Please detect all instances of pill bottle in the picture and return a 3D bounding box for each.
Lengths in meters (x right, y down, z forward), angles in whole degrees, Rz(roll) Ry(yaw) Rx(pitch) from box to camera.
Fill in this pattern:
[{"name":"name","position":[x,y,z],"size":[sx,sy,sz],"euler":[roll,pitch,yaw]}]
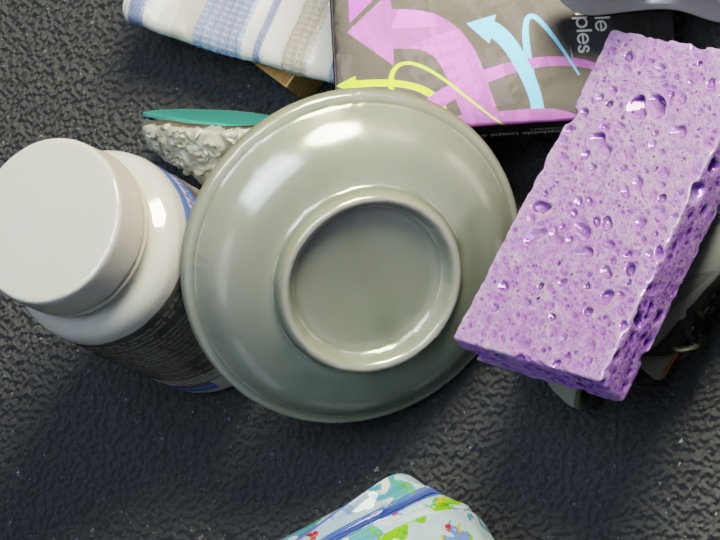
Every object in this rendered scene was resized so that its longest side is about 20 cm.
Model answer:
[{"name":"pill bottle","position":[-0.131,-0.004,1.736],"size":[0.113,0.200,0.115],"euler":[-7,73,24]}]

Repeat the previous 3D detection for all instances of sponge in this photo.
[{"name":"sponge","position":[0.139,-0.032,1.631],"size":[0.111,0.030,0.201],"euler":[17,75,46]}]

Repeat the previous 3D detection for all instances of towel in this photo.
[{"name":"towel","position":[-0.044,-0.195,1.807],"size":[0.199,0.024,0.148],"euler":[19,86,29]}]

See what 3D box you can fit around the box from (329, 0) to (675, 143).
[{"name":"box","position":[0.081,-0.146,1.724],"size":[0.198,0.036,0.144],"euler":[-3,74,-1]}]

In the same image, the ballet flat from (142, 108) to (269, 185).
[{"name":"ballet flat","position":[-0.046,-0.064,1.789],"size":[0.199,0.072,0.072],"euler":[2,77,27]}]

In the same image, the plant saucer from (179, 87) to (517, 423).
[{"name":"plant saucer","position":[0.000,0.000,1.678],"size":[0.200,0.200,0.050],"euler":[-48,26,6]}]

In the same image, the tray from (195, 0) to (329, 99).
[{"name":"tray","position":[-0.014,-0.213,1.831],"size":[0.098,0.037,0.200],"euler":[37,93,29]}]

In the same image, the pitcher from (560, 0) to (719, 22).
[{"name":"pitcher","position":[0.209,-0.231,1.670],"size":[0.170,0.121,0.201],"euler":[16,81,10]}]

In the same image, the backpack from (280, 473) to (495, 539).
[{"name":"backpack","position":[-0.006,0.207,1.648],"size":[0.199,0.163,0.154],"euler":[-22,53,12]}]

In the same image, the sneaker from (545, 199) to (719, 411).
[{"name":"sneaker","position":[0.180,0.009,1.661],"size":[0.199,0.074,0.080],"euler":[-31,74,22]}]
